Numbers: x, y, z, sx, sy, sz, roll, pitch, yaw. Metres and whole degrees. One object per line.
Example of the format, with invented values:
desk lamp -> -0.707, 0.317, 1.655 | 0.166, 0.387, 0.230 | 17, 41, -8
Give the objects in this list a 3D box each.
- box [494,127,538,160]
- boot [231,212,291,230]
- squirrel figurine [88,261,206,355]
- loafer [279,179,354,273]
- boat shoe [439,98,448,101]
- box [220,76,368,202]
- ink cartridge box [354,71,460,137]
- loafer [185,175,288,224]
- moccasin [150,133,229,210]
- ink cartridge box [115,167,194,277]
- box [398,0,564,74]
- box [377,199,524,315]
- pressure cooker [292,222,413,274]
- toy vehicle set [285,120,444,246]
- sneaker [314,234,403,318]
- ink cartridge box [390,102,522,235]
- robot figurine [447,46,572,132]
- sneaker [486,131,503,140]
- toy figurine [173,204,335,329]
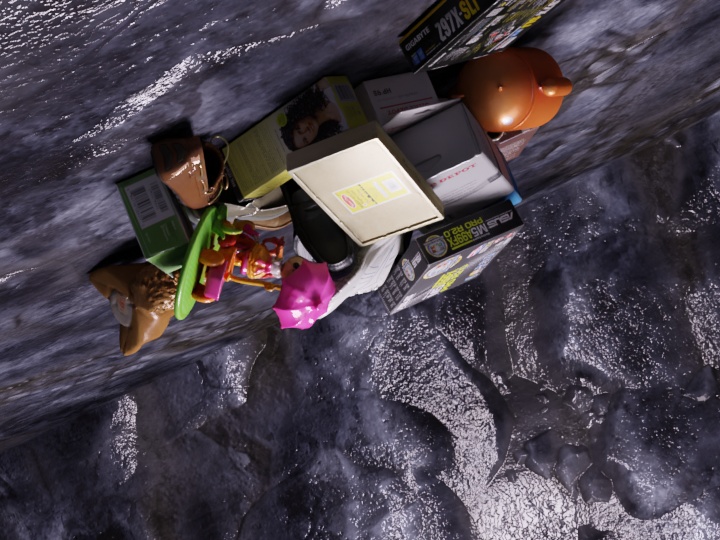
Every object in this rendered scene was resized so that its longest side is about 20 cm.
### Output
box -> 0.215, -0.232, 1.944 | 0.075, 0.101, 0.200 | -24, 173, -7
boot -> -0.139, -0.105, 1.816 | 0.199, 0.074, 0.075 | -14, 161, -45
squirrel figurine -> -0.291, 0.015, 1.924 | 0.186, 0.142, 0.200 | -27, 179, -41
loafer -> -0.067, -0.089, 1.619 | 0.068, 0.201, 0.070 | -25, 160, -2
boat shoe -> 0.091, -0.196, 1.815 | 0.071, 0.091, 0.200 | -29, 172, 36
box -> -0.086, -0.162, 1.532 | 0.199, 0.076, 0.050 | -31, 171, 34
ink cartridge box -> 0.027, -0.203, 1.631 | 0.115, 0.067, 0.200 | -18, 171, -38
loafer -> -0.149, -0.108, 1.710 | 0.199, 0.076, 0.070 | -19, 176, -38
moccasin -> -0.193, -0.123, 1.485 | 0.077, 0.074, 0.201 | -17, 166, 2
ink cartridge box -> -0.253, -0.058, 1.600 | 0.059, 0.104, 0.200 | -23, 173, -2
box -> 0.159, -0.304, 1.415 | 0.159, 0.050, 0.200 | -23, 173, -36
box -> 0.124, -0.016, 1.735 | 0.159, 0.044, 0.200 | -23, 166, -23
pressure cooker -> -0.006, -0.068, 1.810 | 0.178, 0.201, 0.176 | -12, 137, 35
toy vehicle set -> 0.009, -0.103, 1.533 | 0.124, 0.027, 0.200 | -18, 146, 20
sneaker -> 0.000, 0.000, 1.661 | 0.074, 0.087, 0.200 | 21, -124, 40
ink cartridge box -> 0.116, -0.128, 1.666 | 0.144, 0.084, 0.200 | -24, 157, 15
robot figurine -> 0.206, -0.250, 1.706 | 0.200, 0.144, 0.117 | -15, 141, -54
sneaker -> 0.165, -0.197, 1.788 | 0.088, 0.077, 0.200 | 7, -165, 14
toy figurine -> -0.121, 0.005, 1.583 | 0.200, 0.183, 0.151 | -69, 175, -62
